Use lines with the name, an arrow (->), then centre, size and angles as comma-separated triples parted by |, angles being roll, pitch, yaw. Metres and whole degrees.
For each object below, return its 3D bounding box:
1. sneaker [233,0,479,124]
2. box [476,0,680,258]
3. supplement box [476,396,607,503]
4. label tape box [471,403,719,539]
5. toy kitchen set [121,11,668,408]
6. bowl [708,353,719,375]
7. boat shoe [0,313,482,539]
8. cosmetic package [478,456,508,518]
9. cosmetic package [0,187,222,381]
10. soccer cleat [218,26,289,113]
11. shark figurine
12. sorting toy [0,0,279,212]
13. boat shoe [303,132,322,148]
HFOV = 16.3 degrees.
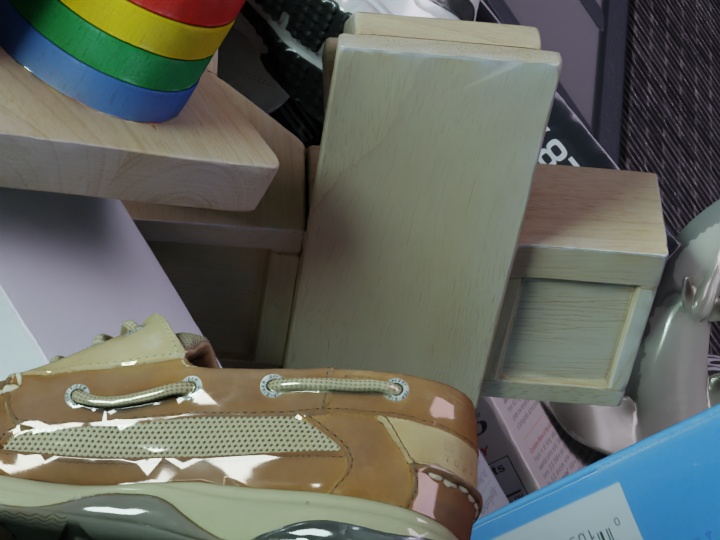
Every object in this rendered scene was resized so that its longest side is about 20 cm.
sneaker -> -0.037, -0.138, 0.998 | 0.200, 0.074, 0.080 | 44, 52, 7
box -> 0.046, -0.067, 1.109 | 0.200, 0.049, 0.161 | 50, -7, -2
supplement box -> 0.080, 0.126, 1.075 | 0.201, 0.073, 0.126 | 62, 21, -4
label tape box -> 0.133, 0.088, 0.915 | 0.200, 0.143, 0.066 | 1, 63, -65
toy kitchen set -> 0.005, -0.074, 0.891 | 0.164, 0.199, 0.181 | 101, -9, -46
bowl -> 0.188, 0.126, 1.208 | 0.200, 0.094, 0.202 | 18, 68, -52
boat shoe -> -0.058, 0.054, 0.701 | 0.076, 0.199, 0.074 | 68, 33, -57
cosmetic package -> 0.035, 0.149, 0.935 | 0.201, 0.071, 0.101 | 60, 22, -5
cosmetic package -> -0.108, 0.023, 0.788 | 0.201, 0.071, 0.101 | 59, 23, -9
soccer cleat -> -0.077, -0.148, 1.060 | 0.077, 0.069, 0.201 | 25, 35, -48
shark figurine -> 0.141, 0.023, 1.103 | 0.128, 0.216, 0.089 | 23, -7, -19
sorting toy -> -0.132, -0.114, 0.744 | 0.198, 0.070, 0.200 | 5, 36, -48
boat shoe -> 0.000, 0.000, 1.044 | 0.073, 0.074, 0.200 | 54, 25, -19
